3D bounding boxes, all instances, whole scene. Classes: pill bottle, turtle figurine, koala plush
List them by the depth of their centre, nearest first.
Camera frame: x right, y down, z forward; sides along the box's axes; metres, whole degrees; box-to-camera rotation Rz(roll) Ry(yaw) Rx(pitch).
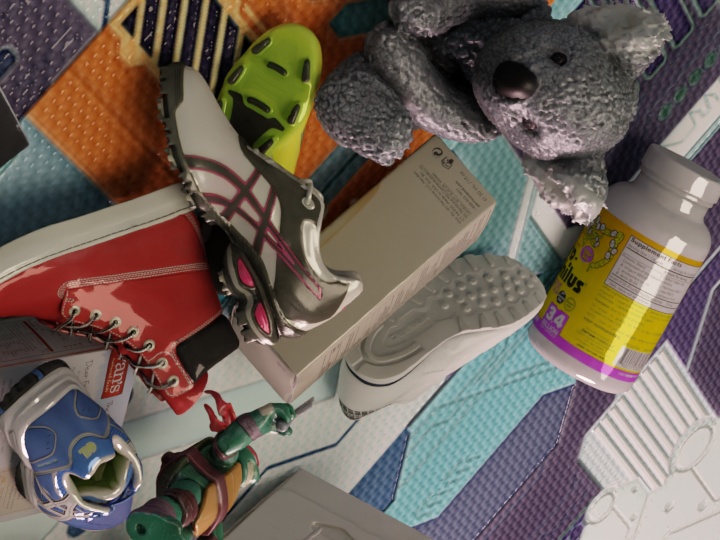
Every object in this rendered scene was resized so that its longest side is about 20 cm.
[{"bbox_3d":[0.106,-0.138,1.400,0.183,0.199,0.179,3,108,-65],"label":"koala plush"},{"bbox_3d":[-0.101,0.165,1.430,0.200,0.100,0.151,-39,134,-55],"label":"turtle figurine"},{"bbox_3d":[0.231,-0.004,1.747,0.104,0.104,0.201,13,110,-50],"label":"pill bottle"}]

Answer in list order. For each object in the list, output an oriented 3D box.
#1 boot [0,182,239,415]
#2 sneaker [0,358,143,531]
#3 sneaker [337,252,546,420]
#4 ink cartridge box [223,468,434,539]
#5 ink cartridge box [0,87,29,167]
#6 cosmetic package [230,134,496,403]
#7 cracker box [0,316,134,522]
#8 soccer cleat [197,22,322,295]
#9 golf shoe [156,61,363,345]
[{"bbox_3d":[-0.172,0.038,1.325,0.199,0.072,0.146,-20,92,-36],"label":"boot"},{"bbox_3d":[-0.182,0.135,1.339,0.076,0.077,0.200,-41,157,-12],"label":"sneaker"},{"bbox_3d":[0.063,0.053,1.656,0.199,0.077,0.081,-24,146,-26],"label":"sneaker"},{"bbox_3d":[-0.039,0.297,1.646,0.144,0.146,0.202,-39,144,-45],"label":"ink cartridge box"},{"bbox_3d":[-0.306,-0.086,1.166,0.198,0.043,0.201,-40,140,-15],"label":"ink cartridge box"},{"bbox_3d":[0.000,0.000,1.503,0.200,0.071,0.105,-40,172,-16],"label":"cosmetic package"},{"bbox_3d":[-0.251,0.103,1.364,0.199,0.058,0.135,-9,127,-41],"label":"cracker box"},{"bbox_3d":[-0.070,-0.080,1.419,0.084,0.064,0.202,-40,149,-68],"label":"soccer cleat"},{"bbox_3d":[-0.071,-0.052,1.351,0.087,0.077,0.201,-22,103,6],"label":"golf shoe"}]
